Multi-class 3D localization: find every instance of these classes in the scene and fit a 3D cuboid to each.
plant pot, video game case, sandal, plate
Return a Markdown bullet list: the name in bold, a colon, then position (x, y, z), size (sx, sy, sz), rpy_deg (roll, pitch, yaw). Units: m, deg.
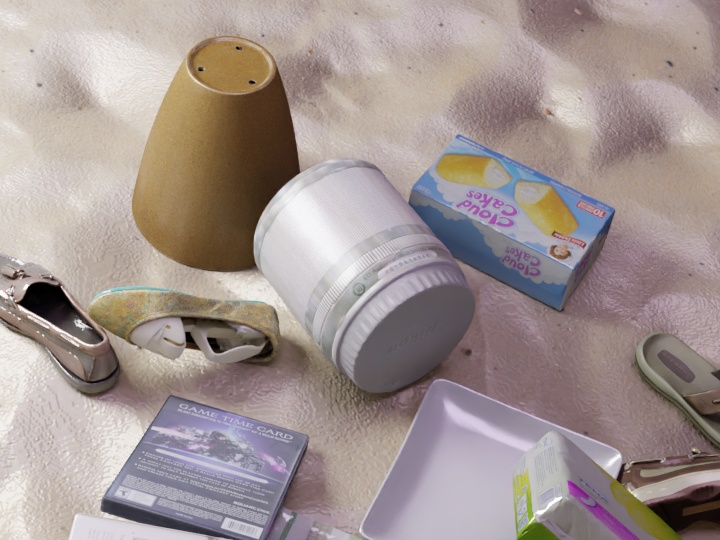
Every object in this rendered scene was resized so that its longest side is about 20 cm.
- **plant pot**: position (-0.142, -0.135, 1.622), size (0.184, 0.201, 0.187), rpy_deg (5, 47, -6)
- **video game case**: position (-0.133, 0.179, 1.395), size (0.142, 0.019, 0.200), rpy_deg (16, 22, 4)
- **sandal**: position (0.362, 0.124, 1.568), size (0.200, 0.058, 0.080), rpy_deg (36, 51, 23)
- **plate**: position (0.123, 0.213, 1.447), size (0.198, 0.032, 0.201), rpy_deg (21, 51, 11)

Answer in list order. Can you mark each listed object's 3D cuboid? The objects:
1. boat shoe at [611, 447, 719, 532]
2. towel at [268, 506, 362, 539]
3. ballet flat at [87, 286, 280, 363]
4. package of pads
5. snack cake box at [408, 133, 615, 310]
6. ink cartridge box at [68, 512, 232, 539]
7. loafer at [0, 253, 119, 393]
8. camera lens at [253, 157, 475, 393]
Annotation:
- **boat shoe**: position (0.334, 0.196, 1.484), size (0.200, 0.075, 0.075), rpy_deg (-3, 41, -14)
- **towel**: position (-0.089, 0.271, 1.366), size (0.199, 0.031, 0.150), rpy_deg (22, 49, 8)
- **ballet flat**: position (-0.163, 0.057, 1.501), size (0.199, 0.071, 0.071), rpy_deg (7, 42, -33)
- **package of pads**: position (0.218, 0.239, 1.333), size (0.200, 0.068, 0.155), rpy_deg (42, 13, -8)
- **snack cake box**: position (0.160, -0.055, 1.695), size (0.199, 0.068, 0.115), rpy_deg (27, 47, 15)
- **ink cartridge box**: position (-0.149, 0.294, 1.264), size (0.198, 0.083, 0.148), rpy_deg (10, 59, 1)
- **loafer**: position (-0.304, 0.035, 1.520), size (0.200, 0.063, 0.072), rpy_deg (39, 52, 25)
- **camera lens**: position (0.000, 0.000, 1.545), size (0.159, 0.161, 0.200), rpy_deg (-20, 53, -27)
